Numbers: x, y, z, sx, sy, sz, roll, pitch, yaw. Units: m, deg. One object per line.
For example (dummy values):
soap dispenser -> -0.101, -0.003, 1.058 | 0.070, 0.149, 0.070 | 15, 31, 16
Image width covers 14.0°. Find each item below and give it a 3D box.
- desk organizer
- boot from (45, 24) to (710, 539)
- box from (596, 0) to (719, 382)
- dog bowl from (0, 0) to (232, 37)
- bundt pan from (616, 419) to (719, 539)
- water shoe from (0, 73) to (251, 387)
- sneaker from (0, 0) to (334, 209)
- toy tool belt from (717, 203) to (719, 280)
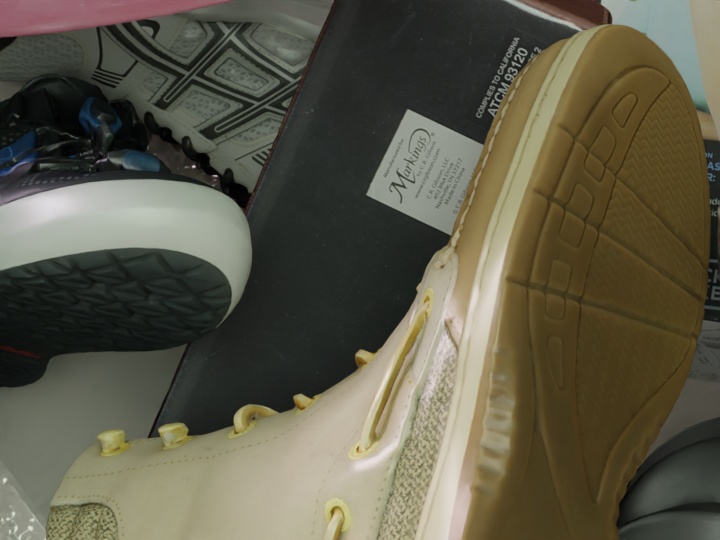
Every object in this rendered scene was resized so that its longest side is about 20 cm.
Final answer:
desk organizer -> 0.000, 0.000, 0.799 | 0.072, 0.077, 0.200 | 24, 113, -2
boot -> 0.000, 0.036, 0.724 | 0.073, 0.155, 0.200 | 28, 69, -40
box -> 0.105, -0.074, 0.836 | 0.060, 0.117, 0.200 | 7, 82, 17
dog bowl -> -0.048, -0.115, 0.730 | 0.200, 0.200, 0.074 | -13, 107, -2
bundt pan -> 0.084, 0.127, 0.761 | 0.076, 0.202, 0.202 | 20, 81, 9
water shoe -> -0.087, -0.019, 0.792 | 0.071, 0.200, 0.079 | 17, 75, -25
sneaker -> -0.031, -0.046, 0.856 | 0.200, 0.076, 0.088 | 7, 91, 8
toy tool belt -> 0.155, -0.002, 0.715 | 0.125, 0.200, 0.123 | -24, 110, 14
